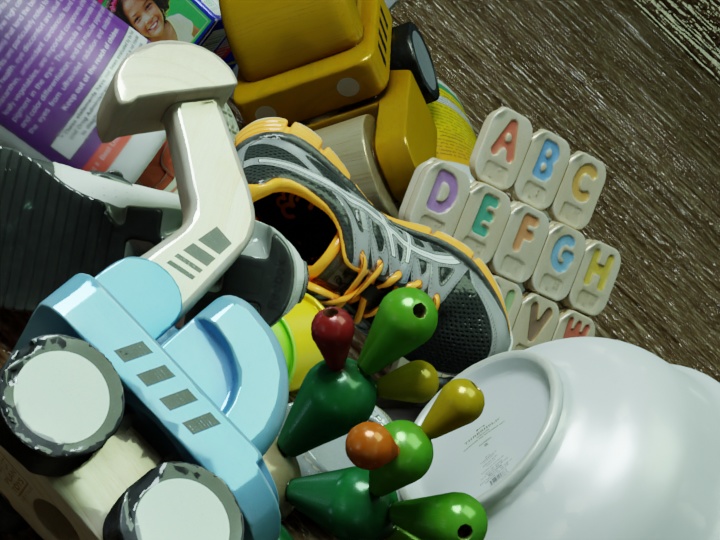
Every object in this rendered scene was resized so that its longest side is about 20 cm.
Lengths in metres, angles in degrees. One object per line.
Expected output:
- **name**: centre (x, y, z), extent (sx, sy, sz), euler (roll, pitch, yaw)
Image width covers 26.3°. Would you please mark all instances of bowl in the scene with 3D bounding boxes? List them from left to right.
- **bowl**: centre (0.081, 0.102, 0.738), extent (0.090, 0.201, 0.201), euler (44, 20, -26)

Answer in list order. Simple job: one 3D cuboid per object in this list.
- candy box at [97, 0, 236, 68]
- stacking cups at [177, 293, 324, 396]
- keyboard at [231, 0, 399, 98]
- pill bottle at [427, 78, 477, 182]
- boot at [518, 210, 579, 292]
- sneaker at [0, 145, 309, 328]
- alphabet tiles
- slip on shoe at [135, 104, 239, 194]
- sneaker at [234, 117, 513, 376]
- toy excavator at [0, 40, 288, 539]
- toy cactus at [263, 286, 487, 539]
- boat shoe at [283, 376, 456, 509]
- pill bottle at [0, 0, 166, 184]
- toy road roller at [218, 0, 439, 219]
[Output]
- **candy box**: centre (-0.162, -0.232, 1.112), extent (0.200, 0.077, 0.169), euler (43, 22, 2)
- **stacking cups**: centre (-0.090, 0.049, 0.763), extent (0.061, 0.061, 0.200), euler (50, 28, 18)
- **keyboard**: centre (-0.024, -0.175, 1.084), extent (0.056, 0.200, 0.011), euler (42, 35, -6)
- **pill bottle**: centre (0.040, -0.047, 1.074), extent (0.113, 0.113, 0.200), euler (30, 25, -29)
- **boot**: centre (0.130, 0.027, 1.150), extent (0.181, 0.073, 0.200), euler (12, 28, -29)
- **sneaker**: centre (-0.121, -0.010, 0.743), extent (0.200, 0.074, 0.089), euler (16, 3, 7)
- **alphabet tiles**: centre (0.091, 0.005, 0.983), extent (0.200, 0.196, 0.015), euler (23, -2, -41)
- **slip on shoe**: centre (-0.110, -0.024, 0.858), extent (0.200, 0.061, 0.074), euler (-83, 156, -50)
- **sneaker**: centre (0.000, 0.000, 0.867), extent (0.200, 0.078, 0.077), euler (36, 23, -8)
- **toy excavator**: centre (-0.081, 0.022, 0.635), extent (0.195, 0.100, 0.200), euler (47, 54, 3)
- **toy cactus**: centre (-0.024, 0.104, 0.675), extent (0.165, 0.201, 0.102), euler (9, 8, 33)
- **boat shoe**: centre (0.013, 0.089, 0.843), extent (0.074, 0.065, 0.202), euler (53, 24, 24)
- **pill bottle**: centre (-0.196, -0.115, 0.795), extent (0.200, 0.111, 0.111), euler (37, 23, -17)
- **toy road roller**: centre (-0.031, -0.122, 0.988), extent (0.200, 0.123, 0.146), euler (-86, 153, -51)
